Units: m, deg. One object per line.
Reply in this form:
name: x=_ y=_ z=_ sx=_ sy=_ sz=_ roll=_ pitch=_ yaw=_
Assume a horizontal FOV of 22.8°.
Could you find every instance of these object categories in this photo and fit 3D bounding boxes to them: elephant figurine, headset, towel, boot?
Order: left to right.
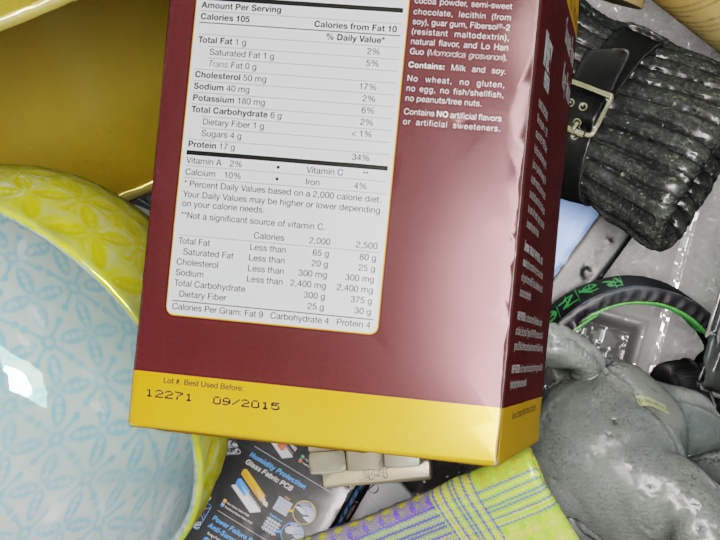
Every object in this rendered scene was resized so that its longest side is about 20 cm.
towel: x=0.021 y=0.166 z=0.806 sx=0.199 sy=0.023 sz=0.144 roll=-25 pitch=111 yaw=21
boot: x=0.083 y=-0.045 z=0.889 sx=0.157 sy=0.079 sz=0.212 roll=35 pitch=89 yaw=11
elephant figurine: x=0.095 y=0.146 z=0.856 sx=0.200 sy=0.141 sz=0.156 roll=-44 pitch=65 yaw=23
headset: x=0.159 y=0.099 z=0.929 sx=0.123 sy=0.094 sz=0.201 roll=-34 pitch=111 yaw=-3

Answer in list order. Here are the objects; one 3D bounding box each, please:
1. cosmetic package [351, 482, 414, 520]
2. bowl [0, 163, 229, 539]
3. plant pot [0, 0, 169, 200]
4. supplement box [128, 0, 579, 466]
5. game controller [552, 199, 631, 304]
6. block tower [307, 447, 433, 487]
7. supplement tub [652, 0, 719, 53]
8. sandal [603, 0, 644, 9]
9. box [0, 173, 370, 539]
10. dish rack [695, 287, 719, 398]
cosmetic package: x=-0.010 y=0.188 z=0.940 sx=0.151 sy=0.052 sz=0.200 roll=-42 pitch=95 yaw=-5
bowl: x=-0.130 y=0.028 z=0.819 sx=0.199 sy=0.108 sz=0.201 roll=16 pitch=127 yaw=23
plant pot: x=-0.160 y=-0.153 z=0.842 sx=0.193 sy=0.196 sz=0.201 roll=-22 pitch=68 yaw=-3
supplement box: x=0.008 y=-0.035 z=0.705 sx=0.132 sy=0.197 sz=0.201 roll=5 pitch=88 yaw=10
game controller: x=0.084 y=-0.025 z=0.943 sx=0.104 sy=0.042 sz=0.200 roll=36 pitch=88 yaw=-6
block tower: x=0.000 y=0.000 z=0.831 sx=0.054 sy=0.058 sz=0.201 roll=-4 pitch=89 yaw=8
supplement tub: x=0.211 y=-0.173 z=0.877 sx=0.199 sy=0.145 sz=0.145 roll=32 pitch=89 yaw=-22
sandal: x=0.039 y=-0.183 z=0.808 sx=0.210 sy=0.078 sz=0.070 roll=17 pitch=96 yaw=0
box: x=-0.098 y=0.085 z=0.893 sx=0.199 sy=0.050 sz=0.199 roll=29 pitch=83 yaw=11
dish rack: x=0.245 y=0.014 z=0.901 sx=0.200 sy=0.054 sz=0.154 roll=20 pitch=89 yaw=-51
